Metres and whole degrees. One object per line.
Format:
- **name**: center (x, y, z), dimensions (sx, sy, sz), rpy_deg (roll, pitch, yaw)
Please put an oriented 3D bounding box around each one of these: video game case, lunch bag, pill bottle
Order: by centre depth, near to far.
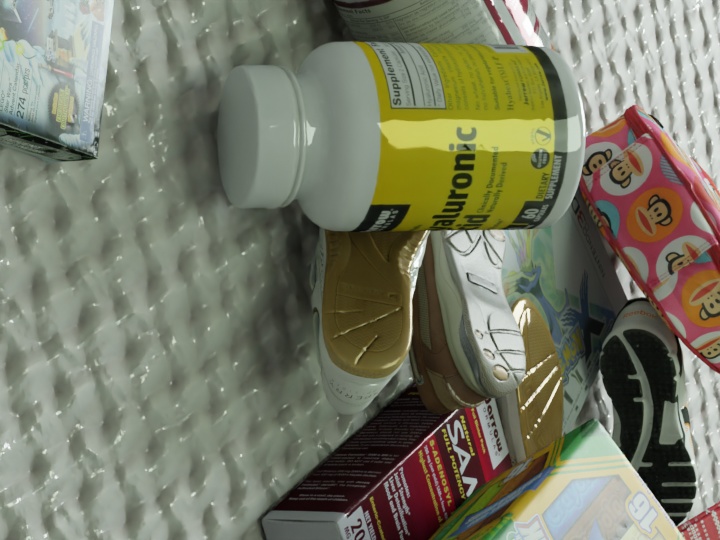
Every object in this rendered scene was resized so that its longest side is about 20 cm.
- **pill bottle**: center (0.022, -0.078, 1.212), dimensions (0.199, 0.111, 0.112), rpy_deg (-1, 89, -20)
- **pill bottle**: center (0.040, -0.178, 1.302), dimensions (0.200, 0.109, 0.110), rpy_deg (57, 44, -30)
- **video game case**: center (0.129, 0.024, 1.502), dimensions (0.200, 0.022, 0.183), rpy_deg (-58, 133, -39)
- **lunch bag**: center (0.249, -0.013, 1.557), dimensions (0.176, 0.082, 0.201), rpy_deg (38, 22, -52)

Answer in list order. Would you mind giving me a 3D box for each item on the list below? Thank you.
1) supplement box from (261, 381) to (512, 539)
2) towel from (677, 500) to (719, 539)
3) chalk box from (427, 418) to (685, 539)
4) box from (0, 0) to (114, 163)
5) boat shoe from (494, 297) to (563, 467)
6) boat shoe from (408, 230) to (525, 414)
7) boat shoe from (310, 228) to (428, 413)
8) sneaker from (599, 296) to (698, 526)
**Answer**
- **supplement box**: center (0.026, 0.158, 1.308), dimensions (0.200, 0.061, 0.109), rpy_deg (-39, 119, -51)
- **towel**: center (0.268, 0.260, 1.593), dimensions (0.199, 0.022, 0.145), rpy_deg (-28, 102, -20)
- **chalk box**: center (0.092, 0.203, 1.208), dimensions (0.124, 0.125, 0.200), rpy_deg (54, 40, -1)
- **box**: center (-0.180, -0.167, 1.044), dimensions (0.137, 0.040, 0.201), rpy_deg (17, 74, -53)
- **boat shoe**: center (0.100, 0.114, 1.410), dimensions (0.071, 0.069, 0.201), rpy_deg (-36, 123, -52)
- **boat shoe**: center (0.051, 0.004, 1.339), dimensions (0.076, 0.072, 0.201), rpy_deg (29, 41, -36)
- **boat shoe**: center (0.000, 0.000, 1.270), dimensions (0.069, 0.070, 0.201), rpy_deg (112, -8, -47)
- **sneaker**: center (0.225, 0.110, 1.579), dimensions (0.080, 0.073, 0.201), rpy_deg (-67, 156, -55)
